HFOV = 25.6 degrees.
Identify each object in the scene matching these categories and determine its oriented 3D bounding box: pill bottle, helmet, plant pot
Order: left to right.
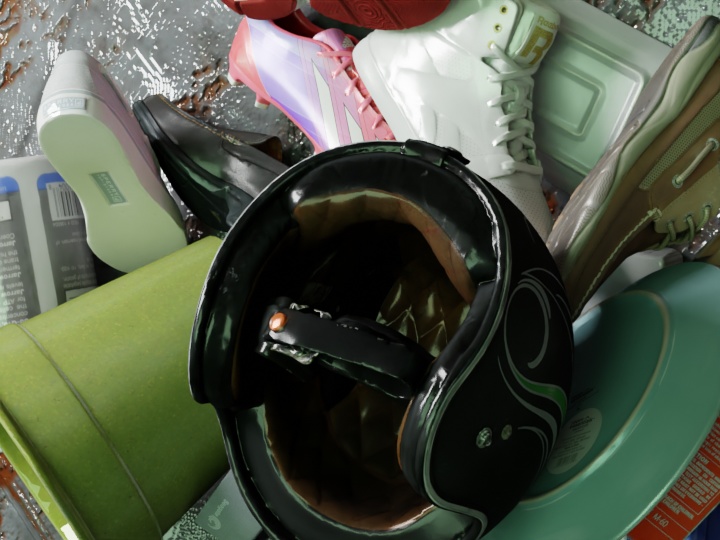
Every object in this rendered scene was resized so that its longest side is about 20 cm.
[{"bbox_3d":[-0.245,0.024,1.147,0.113,0.113,0.202,-9,90,31],"label":"pill bottle"},{"bbox_3d":[-0.139,0.077,1.029,0.189,0.200,0.200,-36,72,-16],"label":"plant pot"},{"bbox_3d":[0.016,0.049,0.801,0.198,0.191,0.202,-6,59,10],"label":"helmet"}]

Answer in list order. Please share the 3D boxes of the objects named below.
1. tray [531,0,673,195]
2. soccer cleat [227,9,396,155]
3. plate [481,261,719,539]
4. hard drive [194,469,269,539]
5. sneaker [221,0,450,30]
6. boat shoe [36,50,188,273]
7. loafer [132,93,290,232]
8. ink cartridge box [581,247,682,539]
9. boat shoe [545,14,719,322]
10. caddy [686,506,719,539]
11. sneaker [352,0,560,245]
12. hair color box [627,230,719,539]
[{"bbox_3d":[0.098,-0.123,0.976,0.199,0.022,0.108,33,112,24],"label":"tray"},{"bbox_3d":[-0.006,-0.109,1.016,0.200,0.066,0.077,40,120,26],"label":"soccer cleat"},{"bbox_3d":[0.122,0.072,0.843,0.026,0.201,0.200,38,119,-17],"label":"plate"},{"bbox_3d":[-0.009,0.096,0.990,0.042,0.134,0.200,51,126,19],"label":"hard drive"},{"bbox_3d":[-0.008,-0.215,0.965,0.199,0.078,0.116,12,67,39],"label":"sneaker"},{"bbox_3d":[-0.166,-0.069,1.072,0.071,0.200,0.069,-9,56,14],"label":"boat shoe"},{"bbox_3d":[-0.080,-0.063,1.076,0.072,0.073,0.200,-40,62,-12],"label":"loafer"},{"bbox_3d":[0.100,0.074,0.984,0.175,0.045,0.202,11,101,29],"label":"ink cartridge box"},{"bbox_3d":[0.166,-0.048,0.872,0.072,0.076,0.201,35,77,-1],"label":"boat shoe"},{"bbox_3d":[0.187,0.206,0.864,0.104,0.200,0.143,16,102,12],"label":"caddy"},{"bbox_3d":[0.081,-0.098,0.923,0.116,0.073,0.201,-45,62,28],"label":"sneaker"},{"bbox_3d":[0.196,0.045,0.852,0.064,0.111,0.200,39,102,-14],"label":"hair color box"}]
